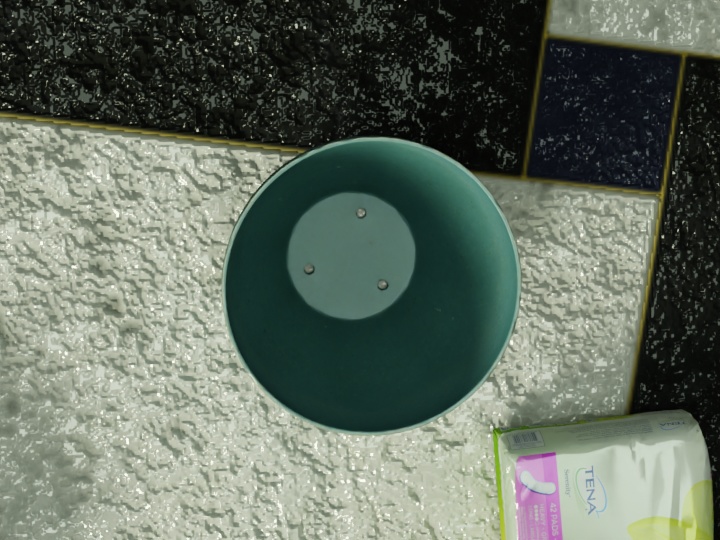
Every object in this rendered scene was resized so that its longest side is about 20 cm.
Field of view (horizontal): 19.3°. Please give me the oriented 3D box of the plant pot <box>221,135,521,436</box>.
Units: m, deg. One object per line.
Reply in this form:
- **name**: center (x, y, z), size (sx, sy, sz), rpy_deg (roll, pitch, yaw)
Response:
- **plant pot**: center (0.000, 0.000, 1.462), size (0.200, 0.135, 0.200), rpy_deg (-1, 100, -7)

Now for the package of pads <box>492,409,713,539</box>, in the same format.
- **package of pads**: center (0.183, 0.207, 1.554), size (0.154, 0.068, 0.200), rpy_deg (-7, 101, -5)
